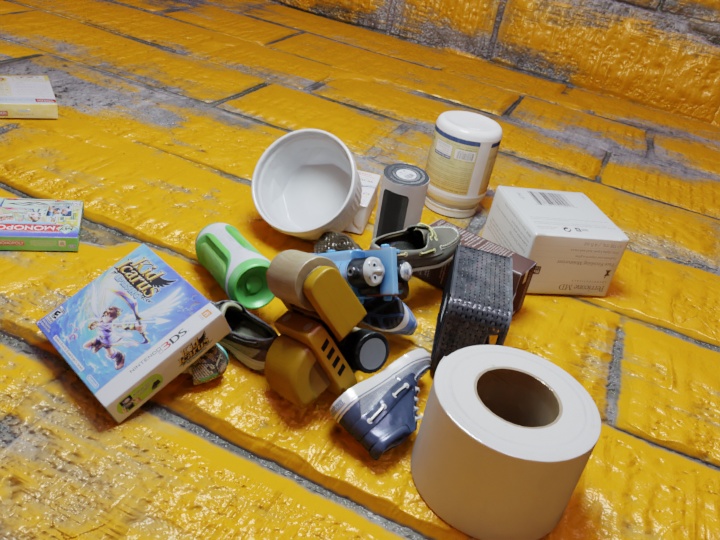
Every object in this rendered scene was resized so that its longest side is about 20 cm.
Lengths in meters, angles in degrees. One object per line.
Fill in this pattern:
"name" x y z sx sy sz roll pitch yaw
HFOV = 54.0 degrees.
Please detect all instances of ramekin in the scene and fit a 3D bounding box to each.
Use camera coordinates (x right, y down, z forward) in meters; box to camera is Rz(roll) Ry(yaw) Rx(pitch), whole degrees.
"ramekin" -0.091 -0.150 1.311 0.200 0.201 0.105 24 -6 20

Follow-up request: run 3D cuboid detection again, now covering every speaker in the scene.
"speaker" -0.199 -0.011 1.117 0.088 0.089 0.200 -6 24 -28
"speaker" 0.064 -0.081 1.237 0.081 0.200 0.081 6 36 -5

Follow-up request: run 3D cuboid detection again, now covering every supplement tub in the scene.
"supplement tub" 0.216 -0.230 1.534 0.144 0.201 0.145 9 31 -5

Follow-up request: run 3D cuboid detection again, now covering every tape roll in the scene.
"tape roll" 0.172 0.205 0.859 0.202 0.140 0.203 9 31 -5

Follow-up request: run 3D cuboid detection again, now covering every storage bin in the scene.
"storage bin" 0.172 0.064 1.093 0.093 0.136 0.200 15 31 5

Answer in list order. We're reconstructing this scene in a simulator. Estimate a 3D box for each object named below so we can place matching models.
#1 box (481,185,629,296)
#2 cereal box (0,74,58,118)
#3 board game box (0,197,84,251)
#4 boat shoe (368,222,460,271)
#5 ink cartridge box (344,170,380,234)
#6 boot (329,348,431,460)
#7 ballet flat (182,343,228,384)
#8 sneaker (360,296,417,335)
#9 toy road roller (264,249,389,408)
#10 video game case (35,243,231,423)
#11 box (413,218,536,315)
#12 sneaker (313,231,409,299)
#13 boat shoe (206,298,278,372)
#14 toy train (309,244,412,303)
"box" 0.369 -0.059 1.371 0.198 0.131 0.200 2 32 -16
"cereal box" -0.791 -0.405 1.640 0.143 0.040 0.200 -6 35 -27
"board game box" -0.574 -0.079 1.183 0.199 0.029 0.135 1 31 -18
"boat shoe" 0.093 -0.040 1.153 0.201 0.060 0.072 -19 48 -33
"ink cartridge box" -0.028 -0.159 1.462 0.116 0.068 0.200 13 31 5
"boot" 0.051 0.178 0.947 0.090 0.073 0.200 47 41 18
"ballet flat" -0.265 0.088 0.982 0.075 0.068 0.200 -27 50 -34
"sneaker" 0.008 0.057 1.133 0.200 0.076 0.077 30 -3 43
"toy road roller" -0.070 0.086 0.930 0.146 0.200 0.123 -42 29 -22
"video game case" -0.302 0.074 0.934 0.181 0.046 0.200 -40 54 -22
"box" 0.199 -0.004 1.252 0.200 0.100 0.075 29 35 27
"sneaker" 0.000 0.000 1.223 0.200 0.076 0.071 32 79 37
"boat shoe" -0.191 0.074 1.022 0.200 0.066 0.072 27 36 25
"toy train" -0.024 0.008 1.042 0.200 0.087 0.114 -4 -2 38
